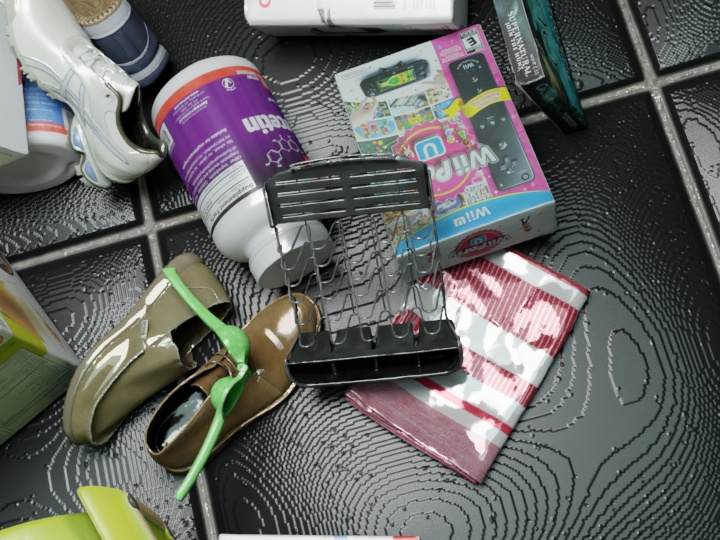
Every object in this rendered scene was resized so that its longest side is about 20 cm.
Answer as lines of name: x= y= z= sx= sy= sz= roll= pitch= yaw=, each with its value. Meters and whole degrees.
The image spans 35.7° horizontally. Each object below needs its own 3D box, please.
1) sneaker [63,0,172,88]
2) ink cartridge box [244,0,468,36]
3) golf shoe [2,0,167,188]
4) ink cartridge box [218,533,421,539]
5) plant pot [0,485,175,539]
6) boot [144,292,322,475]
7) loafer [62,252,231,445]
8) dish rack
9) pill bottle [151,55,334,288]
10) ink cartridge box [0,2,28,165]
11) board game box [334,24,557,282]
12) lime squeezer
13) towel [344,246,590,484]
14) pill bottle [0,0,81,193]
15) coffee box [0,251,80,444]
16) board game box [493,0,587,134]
sneaker: x=-0.254 y=-0.249 z=1.116 sx=0.070 sy=0.109 sz=0.200 roll=-36 pitch=42 yaw=-2
ink cartridge box: x=-0.001 y=-0.298 z=1.051 sx=0.199 sy=0.084 sz=0.146 roll=3 pitch=94 yaw=15
golf shoe: x=-0.237 y=-0.173 z=0.997 sx=0.097 sy=0.201 sz=0.078 roll=-9 pitch=29 yaw=35
ink cartridge box: x=-0.007 y=0.251 z=0.901 sx=0.199 sy=0.116 sz=0.068 roll=-1 pitch=73 yaw=6
plant pot: x=-0.213 y=0.288 z=0.879 sx=0.181 sy=0.200 sz=0.199 roll=-32 pitch=71 yaw=-9
boot: x=-0.110 y=0.095 z=0.984 sx=0.074 sy=0.076 sz=0.200 roll=40 pitch=80 yaw=19
loafer: x=-0.188 y=0.076 z=0.998 sx=0.067 sy=0.076 sz=0.200 roll=30 pitch=79 yaw=21
dish rack: x=0.000 y=0.000 z=0.924 sx=0.152 sy=0.201 sz=0.055 roll=-7 pitch=34 yaw=6
pill bottle: x=-0.103 y=-0.088 z=1.017 sx=0.112 sy=0.113 sz=0.201 roll=-29 pitch=72 yaw=-2
ink cartridge box: x=-0.402 y=-0.148 z=0.991 sx=0.199 sy=0.083 sz=0.146 roll=-16 pitch=75 yaw=24
board game box: x=0.076 y=-0.108 z=1.015 sx=0.147 sy=0.064 sz=0.201 roll=-19 pitch=65 yaw=2
lime squeezer: x=-0.125 y=0.087 z=0.933 sx=0.070 sy=0.038 sz=0.201 roll=-1 pitch=70 yaw=-14
towel: x=0.095 y=0.067 z=0.993 sx=0.144 sy=0.023 sz=0.201 roll=30 pitch=79 yaw=14
pill bottle: x=-0.337 y=-0.185 z=1.077 sx=0.112 sy=0.112 sz=0.201 roll=-17 pitch=71 yaw=2
coffee box: x=-0.396 y=0.060 z=0.963 sx=0.200 sy=0.198 sz=0.200 roll=-40 pitch=73 yaw=-3
board game box: x=0.151 y=-0.236 z=1.018 sx=0.028 sy=0.135 sz=0.201 roll=-20 pitch=71 yaw=22
